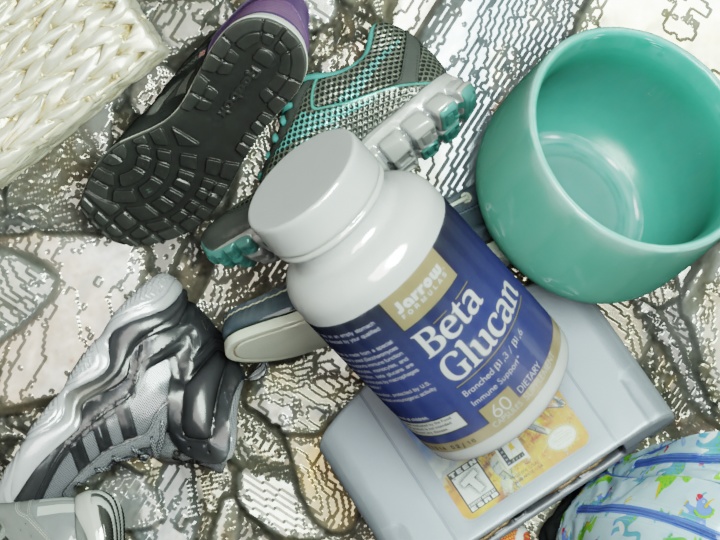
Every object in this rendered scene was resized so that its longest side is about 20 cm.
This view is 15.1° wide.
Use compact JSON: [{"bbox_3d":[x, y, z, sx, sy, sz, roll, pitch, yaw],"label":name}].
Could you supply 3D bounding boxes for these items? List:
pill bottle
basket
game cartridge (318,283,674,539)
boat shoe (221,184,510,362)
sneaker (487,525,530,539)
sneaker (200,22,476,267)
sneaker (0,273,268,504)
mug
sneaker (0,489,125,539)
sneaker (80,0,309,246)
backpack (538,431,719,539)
[{"bbox_3d":[0.026,0.012,1.621,0.111,0.111,0.200,-43,117,1],"label":"pill bottle"},{"bbox_3d":[-0.225,-0.129,1.683,0.200,0.136,0.124,-39,94,2],"label":"basket"},{"bbox_3d":[0.080,0.095,1.715,0.199,0.042,0.133,-33,72,-3],"label":"game cartridge"},{"bbox_3d":[0.000,0.000,1.714,0.199,0.075,0.062,-22,76,-8],"label":"boat shoe"},{"bbox_3d":[0.035,0.237,1.737,0.077,0.073,0.201,29,85,15],"label":"sneaker"},{"bbox_3d":[-0.026,-0.080,1.726,0.200,0.078,0.091,-36,75,-2],"label":"sneaker"},{"bbox_3d":[-0.144,0.110,1.719,0.114,0.075,0.200,36,89,1],"label":"sneaker"},{"bbox_3d":[0.163,-0.054,1.680,0.184,0.114,0.153,14,61,-19],"label":"mug"},{"bbox_3d":[-0.203,0.237,1.688,0.115,0.075,0.201,-1,90,5],"label":"sneaker"},{"bbox_3d":[-0.097,-0.097,1.722,0.076,0.088,0.200,40,116,-14],"label":"sneaker"},{"bbox_3d":[0.212,0.173,1.661,0.163,0.200,0.154,36,90,-1],"label":"backpack"}]
